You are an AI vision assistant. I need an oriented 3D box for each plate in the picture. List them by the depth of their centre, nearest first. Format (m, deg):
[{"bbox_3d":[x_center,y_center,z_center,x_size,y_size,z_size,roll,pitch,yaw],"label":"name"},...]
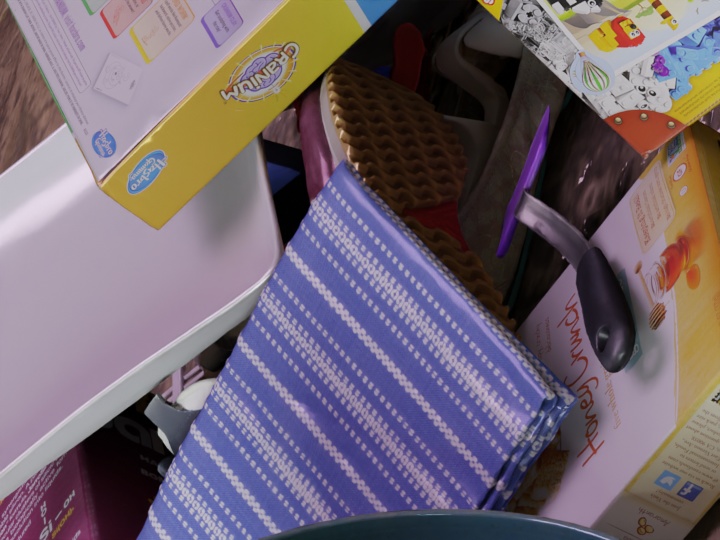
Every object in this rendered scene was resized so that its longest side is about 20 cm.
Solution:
[{"bbox_3d":[-0.108,-0.001,1.234,0.200,0.032,0.200,-36,35,19],"label":"plate"}]

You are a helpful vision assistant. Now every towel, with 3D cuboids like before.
[{"bbox_3d":[-0.009,0.081,1.089,0.145,0.024,0.201,46,119,34],"label":"towel"}]

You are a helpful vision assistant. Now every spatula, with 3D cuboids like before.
[{"bbox_3d":[0.077,-0.009,1.081,0.200,0.020,0.057,-115,42,-65],"label":"spatula"}]

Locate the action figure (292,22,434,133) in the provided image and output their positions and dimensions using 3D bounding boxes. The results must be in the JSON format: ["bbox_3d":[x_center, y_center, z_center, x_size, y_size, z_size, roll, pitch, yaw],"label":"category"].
[{"bbox_3d":[0.001,-0.084,1.330,0.200,0.065,0.052,98,173,-82],"label":"action figure"}]

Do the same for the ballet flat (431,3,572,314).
[{"bbox_3d":[0.055,-0.068,1.243,0.067,0.062,0.201,-28,41,56],"label":"ballet flat"}]

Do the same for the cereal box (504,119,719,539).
[{"bbox_3d":[0.085,0.059,1.066,0.200,0.039,0.144,-53,23,27],"label":"cereal box"}]

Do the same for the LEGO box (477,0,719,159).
[{"bbox_3d":[0.125,-0.158,1.018,0.200,0.149,0.077,-38,18,36],"label":"LEGO box"}]

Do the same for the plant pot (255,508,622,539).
[{"bbox_3d":[0.020,0.183,0.929,0.200,0.199,0.136,-124,25,-65],"label":"plant pot"}]

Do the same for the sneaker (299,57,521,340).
[{"bbox_3d":[0.000,0.000,1.158,0.090,0.075,0.201,-51,33,29],"label":"sneaker"}]

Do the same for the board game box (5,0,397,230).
[{"bbox_3d":[-0.050,-0.135,1.212,0.200,0.040,0.153,-43,42,12],"label":"board game box"}]

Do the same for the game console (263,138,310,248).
[{"bbox_3d":[-0.107,-0.006,1.334,0.176,0.031,0.200,-34,26,-23],"label":"game console"}]

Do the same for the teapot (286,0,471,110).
[{"bbox_3d":[-0.043,-0.170,1.371,0.199,0.197,0.147,-28,76,10],"label":"teapot"}]

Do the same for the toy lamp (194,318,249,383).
[{"bbox_3d":[-0.059,0.035,1.402,0.201,0.058,0.058,-60,22,10],"label":"toy lamp"}]

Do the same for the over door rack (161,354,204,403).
[{"bbox_3d":[-0.104,-0.008,1.536,0.148,0.066,0.201,-38,34,48],"label":"over door rack"}]

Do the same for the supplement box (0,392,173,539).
[{"bbox_3d":[-0.093,0.146,1.261,0.103,0.130,0.200,-55,24,18],"label":"supplement box"}]

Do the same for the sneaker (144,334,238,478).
[{"bbox_3d":[-0.031,0.100,1.168,0.080,0.129,0.200,-47,28,39],"label":"sneaker"}]
